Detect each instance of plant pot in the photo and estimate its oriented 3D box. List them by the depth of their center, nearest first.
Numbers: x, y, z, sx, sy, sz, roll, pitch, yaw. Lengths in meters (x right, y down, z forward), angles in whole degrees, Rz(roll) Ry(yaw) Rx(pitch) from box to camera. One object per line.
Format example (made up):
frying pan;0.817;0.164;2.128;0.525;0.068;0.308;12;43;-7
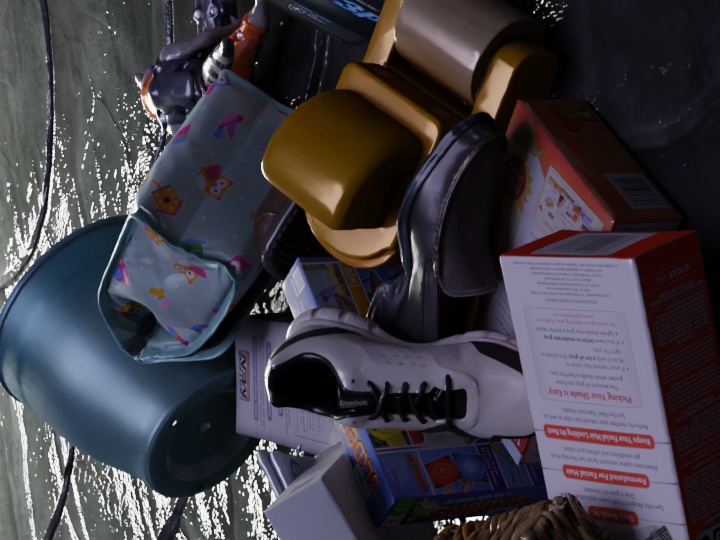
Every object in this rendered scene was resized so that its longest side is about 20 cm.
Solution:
plant pot;-0.180;0.087;1.870;0.188;0.200;0.201;42;130;35

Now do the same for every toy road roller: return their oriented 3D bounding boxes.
toy road roller;0.024;-0.096;1.464;0.123;0.146;0.201;37;116;34

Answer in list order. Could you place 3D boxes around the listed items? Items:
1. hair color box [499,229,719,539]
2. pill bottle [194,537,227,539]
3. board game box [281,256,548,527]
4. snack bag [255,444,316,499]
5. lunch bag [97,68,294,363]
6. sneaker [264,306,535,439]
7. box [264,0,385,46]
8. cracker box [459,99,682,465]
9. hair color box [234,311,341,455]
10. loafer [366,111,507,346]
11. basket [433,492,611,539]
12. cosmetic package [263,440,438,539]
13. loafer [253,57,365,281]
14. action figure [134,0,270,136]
hair color box;0.158;0.079;1.300;0.111;0.064;0.201;2;108;49
pill bottle;-0.125;0.335;1.864;0.112;0.112;0.201;-50;51;52
board game box;0.040;0.077;1.506;0.034;0.135;0.200;-58;43;44
snack bag;-0.014;0.214;1.579;0.189;0.021;0.200;65;-174;9
lunch bag;-0.120;-0.027;1.732;0.171;0.122;0.200;-60;-2;-33
sneaker;0.031;0.078;1.391;0.199;0.080;0.074;7;114;24
box;-0.043;-0.230;1.564;0.159;0.200;0.046;-4;63;61
cracker box;0.124;0.008;1.425;0.134;0.058;0.200;57;139;43
hair color box;-0.031;0.088;1.717;0.200;0.060;0.099;6;98;61
loafer;0.064;-0.009;1.418;0.072;0.073;0.200;40;134;30
basket;0.113;0.253;1.306;0.200;0.143;0.149;46;150;-10
cosmetic package;0.011;0.195;1.493;0.151;0.052;0.200;58;-168;0
loafer;-0.019;-0.090;1.594;0.200;0.073;0.071;-53;39;5
action figure;-0.125;-0.182;1.822;0.193;0.104;0.201;-18;80;51
